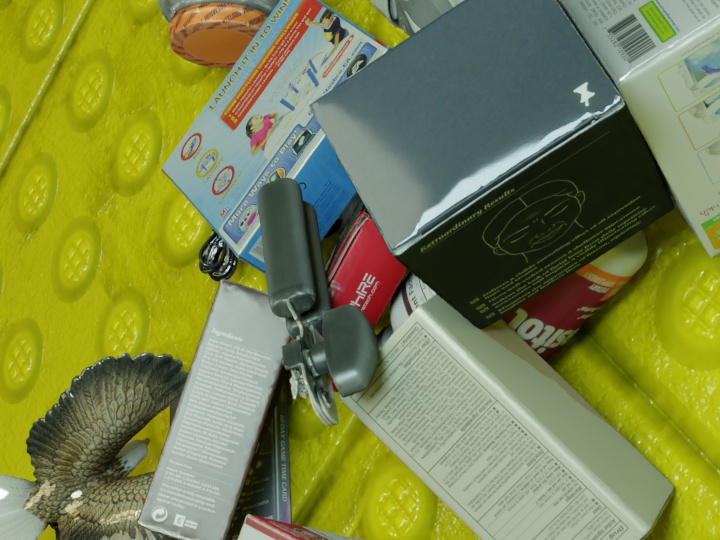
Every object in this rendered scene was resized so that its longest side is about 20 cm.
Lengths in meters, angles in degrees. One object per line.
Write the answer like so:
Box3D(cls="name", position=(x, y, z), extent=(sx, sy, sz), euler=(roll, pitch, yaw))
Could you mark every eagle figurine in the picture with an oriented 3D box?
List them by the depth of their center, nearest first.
Box3D(cls="eagle figurine", position=(-0.216, 0.172, 1.425), extent=(0.200, 0.152, 0.151), euler=(-31, 35, 44))

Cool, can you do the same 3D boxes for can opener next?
Box3D(cls="can opener", position=(-0.029, 0.018, 1.105), extent=(0.066, 0.053, 0.200), euler=(-23, 46, 7))

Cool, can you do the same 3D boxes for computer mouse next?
Box3D(cls="computer mouse", position=(-0.055, -0.050, 1.403), extent=(0.200, 0.044, 0.110), euler=(-7, 58, 49))

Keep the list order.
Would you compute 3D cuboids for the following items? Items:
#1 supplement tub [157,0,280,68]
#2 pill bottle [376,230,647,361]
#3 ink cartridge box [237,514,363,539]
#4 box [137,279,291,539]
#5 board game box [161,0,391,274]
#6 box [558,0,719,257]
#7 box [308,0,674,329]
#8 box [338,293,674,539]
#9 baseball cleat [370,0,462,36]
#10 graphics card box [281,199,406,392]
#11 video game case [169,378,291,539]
Box3D(cls="supplement tub", position=(-0.119, -0.290, 1.495), extent=(0.122, 0.122, 0.200), euler=(-18, 65, 44))
Box3D(cls="pill bottle", position=(0.094, 0.019, 1.162), extent=(0.200, 0.113, 0.113), euler=(-48, 47, 28))
Box3D(cls="ink cartridge box", position=(0.026, 0.235, 1.102), extent=(0.144, 0.200, 0.084), euler=(17, 87, 49))
Box3D(cls="box", position=(-0.107, 0.115, 1.327), extent=(0.100, 0.075, 0.200), euler=(93, -167, -83))
Box3D(cls="board game box", position=(-0.057, -0.116, 1.368), extent=(0.200, 0.056, 0.196), euler=(-54, 34, 6))
Box3D(cls="box", position=(0.203, -0.116, 1.003), extent=(0.101, 0.200, 0.113), euler=(-32, 50, 8))
Box3D(cls="box", position=(0.083, -0.065, 0.982), extent=(0.148, 0.200, 0.107), euler=(-32, 69, 7))
Box3D(cls="box", position=(0.095, 0.111, 1.080), extent=(0.200, 0.078, 0.095), euler=(45, 117, 6))
Box3D(cls="baseball cleat", position=(0.065, -0.174, 1.260), extent=(0.106, 0.070, 0.200), euler=(-1, 103, 53))
Box3D(cls="graphics card box", position=(0.000, 0.000, 1.238), extent=(0.126, 0.051, 0.200), euler=(-62, 4, 14))
Box3D(cls="video game case", position=(-0.112, 0.172, 1.415), extent=(0.143, 0.019, 0.200), euler=(-23, 60, 42))
